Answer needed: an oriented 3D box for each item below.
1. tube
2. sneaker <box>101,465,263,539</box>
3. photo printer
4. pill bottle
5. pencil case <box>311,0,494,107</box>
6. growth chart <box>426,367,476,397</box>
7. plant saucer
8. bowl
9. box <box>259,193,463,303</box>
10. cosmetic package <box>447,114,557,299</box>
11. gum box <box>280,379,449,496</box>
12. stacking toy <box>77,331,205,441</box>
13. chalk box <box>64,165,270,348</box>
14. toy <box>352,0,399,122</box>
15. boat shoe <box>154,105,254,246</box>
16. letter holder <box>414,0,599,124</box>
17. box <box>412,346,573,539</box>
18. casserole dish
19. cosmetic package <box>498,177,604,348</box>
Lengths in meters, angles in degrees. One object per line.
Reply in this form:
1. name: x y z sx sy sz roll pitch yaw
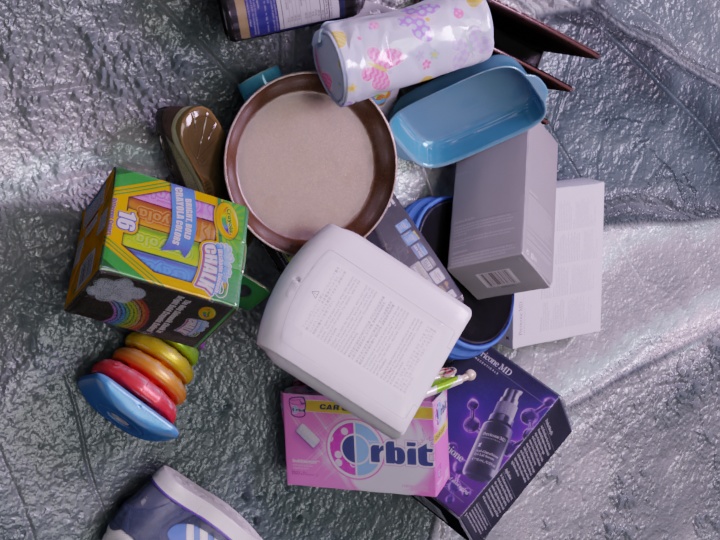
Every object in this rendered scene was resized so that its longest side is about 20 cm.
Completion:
1. tube: -0.071 -0.129 1.579 0.077 0.050 0.202 -26 95 0
2. sneaker: -0.209 0.329 1.623 0.147 0.080 0.200 -49 123 -2
3. photo printer: -0.002 0.060 1.510 0.199 0.069 0.168 32 81 -7
4. pill bottle: -0.059 -0.320 1.511 0.197 0.112 0.113 -13 108 -5
5. pencil case: 0.048 -0.246 1.518 0.198 0.083 0.092 -21 113 -18
6. growth chart: 0.018 0.115 1.638 0.143 0.199 0.018 -20 118 -33
7. plant saucer: -0.057 -0.116 1.547 0.197 0.034 0.204 -1 93 -17
8. bowl: 0.115 0.005 1.702 0.199 0.039 0.204 19 63 -41
9. box: 0.000 0.000 1.604 0.160 0.049 0.201 -31 76 -7
10. cosmetic package: 0.171 -0.079 1.677 0.090 0.106 0.202 42 48 -44
11. gum box: 0.002 0.194 1.654 0.066 0.197 0.115 -37 126 -67
12. stacking toy: -0.214 0.082 1.559 0.116 0.109 0.201 37 69 -15
13. chalk box: -0.194 -0.006 1.488 0.198 0.125 0.126 17 60 -24
14. toy: -0.014 -0.212 1.632 0.114 0.047 0.203 8 101 -35
15. boat shoe: -0.170 -0.104 1.556 0.073 0.064 0.202 -42 136 -27
16. letter holder: 0.166 -0.252 1.670 0.198 0.142 0.102 20 91 -31
17. box: 0.143 0.210 1.737 0.200 0.147 0.105 -49 148 -13
18. casserole dish: 0.123 -0.189 1.639 0.198 0.039 0.121 -23 140 21
19. cosmetic package: 0.242 -0.011 1.815 0.149 0.051 0.203 -8 105 -33
